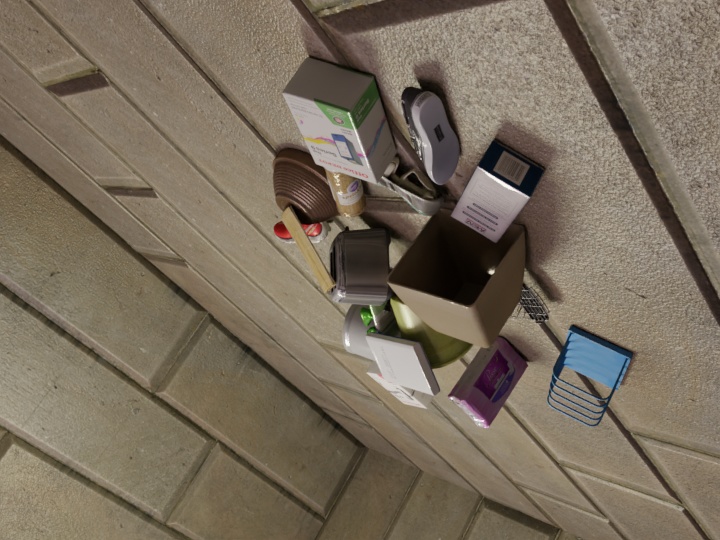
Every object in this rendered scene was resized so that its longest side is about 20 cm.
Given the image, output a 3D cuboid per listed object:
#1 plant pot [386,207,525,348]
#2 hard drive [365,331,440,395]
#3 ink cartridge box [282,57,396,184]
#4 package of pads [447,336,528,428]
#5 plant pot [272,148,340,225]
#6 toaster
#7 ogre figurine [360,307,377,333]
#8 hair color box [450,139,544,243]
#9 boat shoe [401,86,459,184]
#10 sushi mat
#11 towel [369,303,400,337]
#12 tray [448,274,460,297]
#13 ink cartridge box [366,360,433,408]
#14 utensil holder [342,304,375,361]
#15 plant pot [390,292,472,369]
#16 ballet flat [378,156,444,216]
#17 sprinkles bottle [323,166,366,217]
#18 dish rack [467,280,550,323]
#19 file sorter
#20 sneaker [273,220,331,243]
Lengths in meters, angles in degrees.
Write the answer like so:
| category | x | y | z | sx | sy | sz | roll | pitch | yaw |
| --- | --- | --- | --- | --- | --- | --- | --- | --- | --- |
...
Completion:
| category | x | y | z | sx | sy | sz | roll | pitch | yaw |
| --- | --- | --- | --- | --- | --- | --- | --- | --- | --- |
| plant pot | 0.202 | 0.029 | 1.475 | 0.198 | 0.201 | 0.178 | 16 | 148 | 39 |
| hard drive | 0.096 | 0.214 | 1.807 | 0.199 | 0.025 | 0.133 | 5 | 123 | 58 |
| ink cartridge box | -0.032 | -0.259 | 1.363 | 0.144 | 0.088 | 0.201 | 22 | 160 | 26 |
| package of pads | 0.315 | 0.274 | 1.918 | 0.120 | 0.201 | 0.075 | 44 | 163 | -22 |
| plant pot | -0.125 | -0.168 | 1.719 | 0.199 | 0.093 | 0.201 | 30 | 160 | 12 |
| toaster | 0.000 | 0.000 | 1.737 | 0.127 | 0.203 | 0.114 | 1 | 166 | -13 |
| ogre figurine | 0.058 | 0.081 | 1.965 | 0.118 | 0.204 | 0.098 | -1 | -179 | 24 |
| hair color box | 0.227 | -0.128 | 1.306 | 0.099 | 0.061 | 0.200 | 32 | 160 | 5 |
| boat shoe | 0.108 | -0.222 | 1.270 | 0.066 | 0.070 | 0.200 | 41 | 171 | 35 |
| sushi mat | -0.116 | -0.045 | 1.716 | 0.202 | 0.012 | 0.096 | 60 | 162 | 1 |
| towel | 0.096 | 0.108 | 1.888 | 0.030 | 0.149 | 0.202 | 20 | 144 | 39 |
| tray | 0.181 | 0.026 | 1.636 | 0.202 | 0.037 | 0.099 | 60 | -174 | -17 |
| ink cartridge box | 0.139 | 0.370 | 2.601 | 0.199 | 0.085 | 0.145 | 40 | 160 | -24 |
| utensil holder | 0.075 | 0.172 | 2.103 | 0.198 | 0.171 | 0.170 | 18 | 156 | 32 |
| plant pot | 0.152 | 0.091 | 1.790 | 0.199 | 0.201 | 0.185 | 12 | 142 | 45 |
| ballet flat | 0.072 | -0.178 | 1.454 | 0.199 | 0.068 | 0.064 | 33 | 133 | -3 |
| sprinkles bottle | -0.033 | -0.186 | 1.567 | 0.068 | 0.069 | 0.201 | 25 | 160 | 20 |
| dish rack | 0.301 | 0.045 | 1.620 | 0.198 | 0.055 | 0.153 | 6 | 148 | 49 |
| file sorter | 0.487 | 0.237 | 1.677 | 0.137 | 0.124 | 0.201 | 24 | 159 | 21 |
| sneaker | -0.152 | -0.121 | 1.928 | 0.198 | 0.077 | 0.085 | 0 | 132 | 46 |
